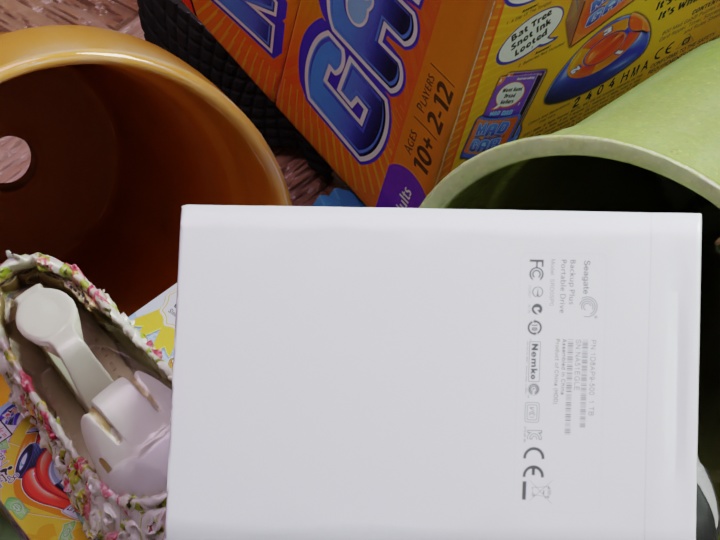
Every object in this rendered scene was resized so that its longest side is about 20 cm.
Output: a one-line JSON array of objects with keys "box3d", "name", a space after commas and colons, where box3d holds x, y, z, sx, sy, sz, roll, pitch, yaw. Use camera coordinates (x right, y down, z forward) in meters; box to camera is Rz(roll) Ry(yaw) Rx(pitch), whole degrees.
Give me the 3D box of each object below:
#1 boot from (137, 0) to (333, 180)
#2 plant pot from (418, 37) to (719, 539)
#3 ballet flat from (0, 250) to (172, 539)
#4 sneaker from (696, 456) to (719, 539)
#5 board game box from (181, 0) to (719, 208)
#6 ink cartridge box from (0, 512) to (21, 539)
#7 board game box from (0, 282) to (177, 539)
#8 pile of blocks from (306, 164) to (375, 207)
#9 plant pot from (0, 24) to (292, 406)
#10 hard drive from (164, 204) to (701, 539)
[{"box3d": [-0.009, -0.116, 1.505, 0.199, 0.068, 0.130, 31, 53, 33], "name": "boot"}, {"box3d": [0.143, -0.007, 1.246, 0.199, 0.201, 0.190, 9, 32, 27], "name": "plant pot"}, {"box3d": [-0.101, 0.058, 1.184, 0.075, 0.064, 0.200, -38, 45, -13], "name": "ballet flat"}, {"box3d": [0.051, 0.065, 1.171, 0.199, 0.074, 0.080, 35, 38, 6], "name": "sneaker"}, {"box3d": [0.055, -0.174, 1.292, 0.199, 0.200, 0.200, -27, 63, -30], "name": "board game box"}, {"box3d": [-0.149, 0.164, 1.226, 0.145, 0.048, 0.200, -32, 45, -18], "name": "ink cartridge box"}, {"box3d": [-0.065, 0.094, 1.204, 0.134, 0.034, 0.200, -35, 44, -12], "name": "board game box"}, {"box3d": [0.000, 0.000, 1.314, 0.082, 0.062, 0.200, 42, 29, 11], "name": "pile of blocks"}, {"box3d": [-0.150, -0.027, 1.352, 0.199, 0.201, 0.183, -23, 25, -10], "name": "plant pot"}, {"box3d": [0.028, 0.043, 1.114, 0.198, 0.027, 0.133, 1, 80, 7], "name": "hard drive"}]
